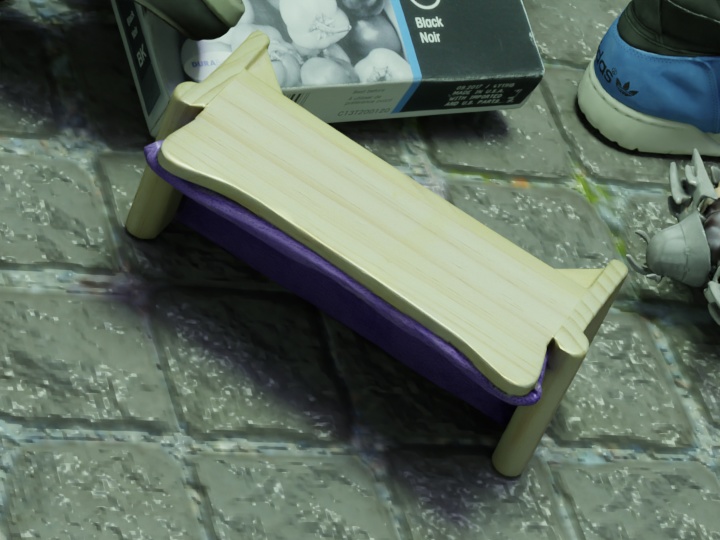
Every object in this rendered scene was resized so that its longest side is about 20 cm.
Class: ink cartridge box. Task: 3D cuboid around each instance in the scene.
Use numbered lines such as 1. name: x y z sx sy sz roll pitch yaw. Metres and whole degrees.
1. ink cartridge box: -0.031 -0.162 1.359 0.197 0.043 0.201 -6 66 -29

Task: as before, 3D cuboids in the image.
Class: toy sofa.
1. toy sofa: 0.000 0.000 1.216 0.199 0.083 0.098 32 45 8

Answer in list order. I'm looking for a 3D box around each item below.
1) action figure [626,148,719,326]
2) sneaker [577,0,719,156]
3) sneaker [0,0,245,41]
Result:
1. action figure: 0.213 0.003 1.344 0.199 0.070 0.131 5 51 -19
2. sneaker: 0.211 -0.112 1.429 0.199 0.112 0.077 3 44 -26
3. sneaker: -0.153 -0.129 1.262 0.199 0.107 0.075 32 4 5
